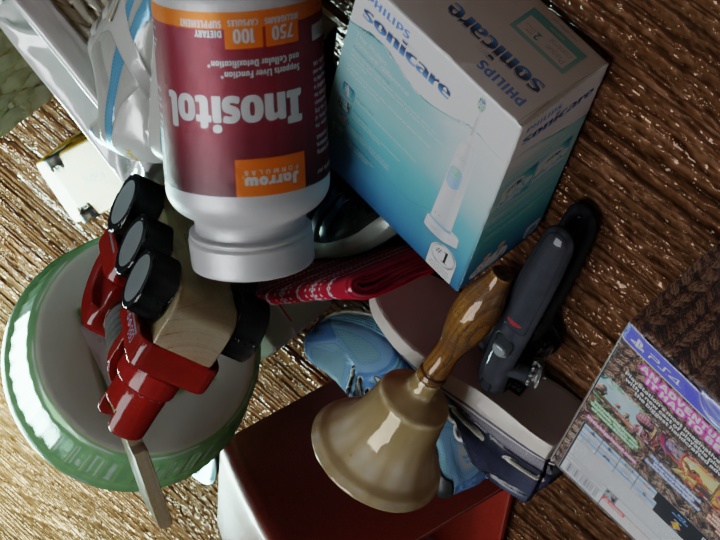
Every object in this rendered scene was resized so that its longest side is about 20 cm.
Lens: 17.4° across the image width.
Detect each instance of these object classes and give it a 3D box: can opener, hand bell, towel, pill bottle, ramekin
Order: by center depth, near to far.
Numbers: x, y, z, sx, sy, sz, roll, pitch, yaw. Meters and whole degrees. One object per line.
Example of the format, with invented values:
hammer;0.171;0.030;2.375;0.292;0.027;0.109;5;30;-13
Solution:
pill bottle;-0.077;-0.100;1.559;0.113;0.113;0.201;18;119;46
can opener;0.116;0.022;1.622;0.078;0.063;0.200;33;149;4
hand bell;0.052;0.067;1.646;0.104;0.104;0.200;43;129;15
towel;0.000;0.000;1.686;0.200;0.144;0.023;-9;100;59
ramekin;-0.170;0.064;1.794;0.200;0.200;0.098;51;163;0

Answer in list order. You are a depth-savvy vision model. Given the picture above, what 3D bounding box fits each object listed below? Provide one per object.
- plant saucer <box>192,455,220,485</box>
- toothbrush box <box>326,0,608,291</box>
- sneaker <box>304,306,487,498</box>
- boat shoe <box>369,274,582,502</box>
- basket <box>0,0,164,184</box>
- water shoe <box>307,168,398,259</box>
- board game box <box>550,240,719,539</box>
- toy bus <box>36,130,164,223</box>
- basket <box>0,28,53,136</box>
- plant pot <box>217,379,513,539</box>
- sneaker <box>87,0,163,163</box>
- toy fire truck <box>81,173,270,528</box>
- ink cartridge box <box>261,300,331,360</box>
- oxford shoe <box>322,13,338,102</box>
plant saucer;-0.156;0.081;1.960;0.201;0.039;0.201;52;158;31
toothbrush box;0.061;-0.105;1.532;0.146;0.085;0.200;45;152;17
sneaker;0.024;0.103;1.828;0.200;0.090;0.079;35;148;30
boat shoe;0.077;0.090;1.747;0.200;0.075;0.093;42;143;16
basket;-0.175;-0.174;1.739;0.200;0.123;0.136;51;168;3
water shoe;-0.017;-0.055;1.725;0.200;0.071;0.079;-12;107;57
board game box;0.232;0.106;1.514;0.159;0.097;0.200;44;151;14
toy bus;-0.201;-0.092;1.946;0.065;0.078;0.200;57;152;-9
basket;-0.361;-0.168;1.960;0.123;0.200;0.136;16;135;39
plant pot;-0.015;0.206;1.916;0.176;0.199;0.200;50;154;27
sneaker;-0.145;-0.175;1.616;0.080;0.076;0.201;9;94;33
toy fire truck;-0.148;0.064;1.683;0.128;0.200;0.176;25;-159;-23
ink cartridge box;-0.099;0.014;1.932;0.117;0.067;0.200;53;154;-3
oxford shoe;-0.050;-0.099;1.657;0.074;0.070;0.201;22;135;24
